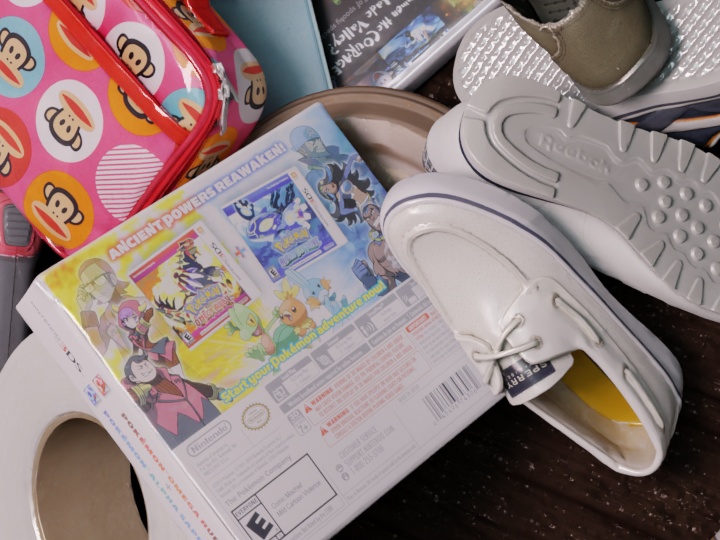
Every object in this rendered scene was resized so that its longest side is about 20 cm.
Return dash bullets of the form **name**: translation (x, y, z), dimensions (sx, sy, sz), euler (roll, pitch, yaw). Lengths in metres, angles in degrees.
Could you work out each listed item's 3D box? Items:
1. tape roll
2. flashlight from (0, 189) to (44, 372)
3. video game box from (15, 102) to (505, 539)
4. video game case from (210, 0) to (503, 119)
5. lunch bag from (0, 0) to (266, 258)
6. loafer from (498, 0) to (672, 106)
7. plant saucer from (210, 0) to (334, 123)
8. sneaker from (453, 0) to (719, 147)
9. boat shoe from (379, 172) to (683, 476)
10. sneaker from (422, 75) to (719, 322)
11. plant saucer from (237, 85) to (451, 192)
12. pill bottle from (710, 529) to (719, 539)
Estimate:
- **tape roll**: translation (-0.120, 0.122, 1.052), dimensions (0.202, 0.071, 0.204), euler (10, 105, 44)
- **flashlight**: translation (-0.217, 0.025, 1.151), dimensions (0.068, 0.068, 0.201), euler (5, 90, 15)
- **video game box**: translation (-0.041, 0.036, 0.980), dimensions (0.183, 0.200, 0.047), euler (54, 144, 1)
- **video game case**: translation (-0.007, -0.185, 1.122), dimensions (0.200, 0.023, 0.182), euler (-40, 72, 10)
- **lunch bag**: translation (-0.147, -0.122, 1.068), dimensions (0.200, 0.082, 0.176), euler (47, 117, 12)
- **loafer**: translation (0.092, -0.169, 1.007), dimensions (0.075, 0.070, 0.200), euler (-43, 45, 13)
- **plant saucer**: translation (-0.064, -0.169, 1.117), dimensions (0.070, 0.019, 0.201), euler (-17, 79, 16)
- **sneaker**: translation (0.143, -0.101, 1.036), dimensions (0.199, 0.079, 0.079), euler (3, 77, 43)
- **boat shoe**: translation (0.085, 0.033, 0.981), dimensions (0.071, 0.070, 0.200), euler (-31, 119, 35)
- **sneaker**: translation (0.127, -0.031, 1.017), dimensions (0.199, 0.080, 0.077), euler (31, 65, -11)
- **plant saucer**: translation (0.000, 0.000, 1.071), dimensions (0.199, 0.029, 0.201), euler (1, 95, 10)
- **pill bottle**: translation (0.251, 0.128, 0.945), dimensions (0.200, 0.114, 0.114), euler (-47, 72, 8)
